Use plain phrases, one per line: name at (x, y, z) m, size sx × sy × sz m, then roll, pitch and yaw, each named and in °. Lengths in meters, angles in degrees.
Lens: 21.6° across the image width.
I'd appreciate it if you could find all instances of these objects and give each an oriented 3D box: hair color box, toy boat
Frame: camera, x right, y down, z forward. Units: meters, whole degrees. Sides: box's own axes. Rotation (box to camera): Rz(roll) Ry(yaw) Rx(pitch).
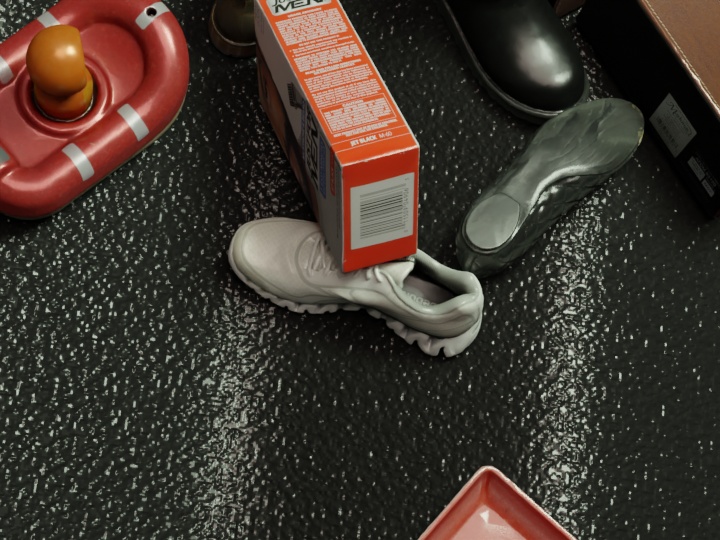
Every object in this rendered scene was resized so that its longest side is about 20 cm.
hair color box at (-0.020, -0.109, 1.390) m, size 0.064 × 0.111 × 0.200 m, roll -14°, pitch 48°, yaw -12°
toy boat at (-0.219, -0.139, 1.398) m, size 0.200 × 0.131 × 0.131 m, roll -39°, pitch 80°, yaw -19°

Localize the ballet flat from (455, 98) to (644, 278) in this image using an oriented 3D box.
ballet flat at (0.145, -0.069, 1.470) m, size 0.200 × 0.057 × 0.066 m, roll -39°, pitch 76°, yaw -21°

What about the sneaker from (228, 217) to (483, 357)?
sneaker at (0.000, 0.000, 1.409) m, size 0.199 × 0.081 × 0.075 m, roll 16°, pitch 71°, yaw -1°

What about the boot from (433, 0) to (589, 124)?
boot at (0.115, -0.224, 1.463) m, size 0.079 × 0.158 × 0.211 m, roll -34°, pitch 79°, yaw -18°

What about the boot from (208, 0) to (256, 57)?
boot at (-0.046, -0.262, 1.485) m, size 0.075 × 0.097 × 0.200 m, roll 33°, pitch 69°, yaw 4°

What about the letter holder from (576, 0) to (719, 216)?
letter holder at (0.293, -0.172, 1.496) m, size 0.142 × 0.101 × 0.200 m, roll -28°, pitch 77°, yaw -19°

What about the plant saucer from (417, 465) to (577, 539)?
plant saucer at (0.100, 0.277, 1.348) m, size 0.200 × 0.037 × 0.200 m, roll 41°, pitch 71°, yaw 7°

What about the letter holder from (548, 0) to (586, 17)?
letter holder at (0.220, -0.313, 1.519) m, size 0.200 × 0.142 × 0.101 m, roll -29°, pitch 77°, yaw -17°
